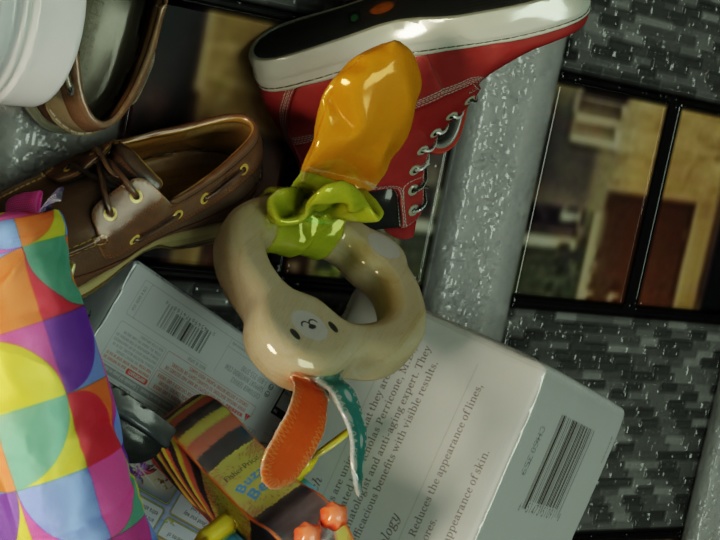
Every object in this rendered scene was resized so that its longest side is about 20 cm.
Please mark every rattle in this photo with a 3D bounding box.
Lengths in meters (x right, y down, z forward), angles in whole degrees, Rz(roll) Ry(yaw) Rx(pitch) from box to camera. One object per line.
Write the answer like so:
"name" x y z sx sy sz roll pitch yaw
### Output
"rattle" 0.000 0.000 0.821 0.130 0.201 0.143 42 116 -18

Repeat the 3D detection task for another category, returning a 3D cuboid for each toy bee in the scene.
"toy bee" -0.036 0.130 0.848 0.131 0.198 0.109 -57 170 -31

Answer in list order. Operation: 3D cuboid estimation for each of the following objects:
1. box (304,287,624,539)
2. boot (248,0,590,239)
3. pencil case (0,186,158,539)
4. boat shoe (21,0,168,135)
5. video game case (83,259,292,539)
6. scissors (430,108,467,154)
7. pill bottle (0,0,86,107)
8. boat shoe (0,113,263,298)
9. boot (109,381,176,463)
"box" 0.047 0.137 0.984 0.202 0.130 0.199 -66 154 -2
"boot" 0.049 -0.095 0.948 0.198 0.073 0.145 -14 121 12
"pencil case" -0.151 0.065 0.759 0.088 0.088 0.202 -16 93 -33
"boat shoe" -0.123 -0.166 0.838 0.075 0.071 0.203 5 100 -39
"video game case" -0.118 0.114 0.943 0.200 0.045 0.183 37 78 -39
"scissors" 0.044 -0.174 1.007 0.072 0.014 0.203 0 101 -30
"pill bottle" -0.234 -0.133 0.734 0.198 0.114 0.116 3 102 -39
"boat shoe" -0.135 -0.039 0.855 0.199 0.072 0.068 -22 152 -37
"boot" -0.209 0.129 0.823 0.202 0.163 0.066 -63 174 -10
